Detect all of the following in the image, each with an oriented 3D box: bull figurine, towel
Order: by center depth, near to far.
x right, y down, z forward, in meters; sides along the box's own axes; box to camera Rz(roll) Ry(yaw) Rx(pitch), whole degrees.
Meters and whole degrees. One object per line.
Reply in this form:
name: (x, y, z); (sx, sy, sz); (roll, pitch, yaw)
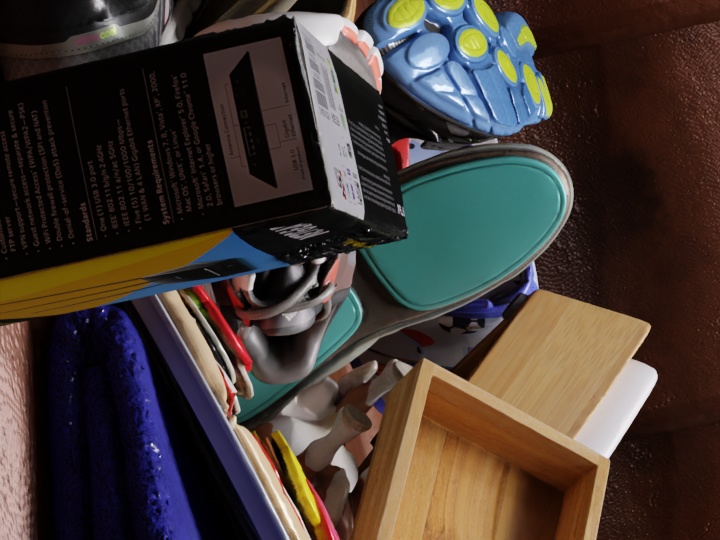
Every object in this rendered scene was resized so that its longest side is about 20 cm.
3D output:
towel: (-0.071, 0.122, 0.993); (0.201, 0.049, 0.148); (71, 3, -50)
bull figurine: (-0.024, 0.100, 1.239); (0.065, 0.122, 0.200); (31, 19, -22)

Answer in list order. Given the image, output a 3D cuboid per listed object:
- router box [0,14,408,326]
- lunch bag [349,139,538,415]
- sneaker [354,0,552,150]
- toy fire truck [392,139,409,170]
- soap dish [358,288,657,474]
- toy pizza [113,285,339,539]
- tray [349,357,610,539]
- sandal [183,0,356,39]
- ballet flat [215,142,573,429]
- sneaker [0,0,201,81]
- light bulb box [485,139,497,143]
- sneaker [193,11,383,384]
router box: (-0.070, -0.019, 0.736); (0.200, 0.148, 0.051); (11, 67, -83)
lunch bag: (0.025, -0.003, 1.455); (0.200, 0.124, 0.170); (39, -13, 25)
sneaker: (0.030, -0.080, 1.188); (0.200, 0.082, 0.071); (0, 70, -77)
toy fire truck: (-0.039, -0.099, 1.331); (0.141, 0.048, 0.201); (-39, -125, 56)
soap dish: (0.046, 0.107, 1.342); (0.081, 0.200, 0.157); (41, 50, -2)
toy pizza: (-0.047, 0.063, 1.044); (0.201, 0.032, 0.200); (60, -8, 13)
tray: (0.039, 0.142, 1.126); (0.037, 0.098, 0.201); (-47, -160, 46)
sandal: (-0.038, -0.086, 1.051); (0.054, 0.200, 0.081); (31, 28, -17)
ballet flat: (0.000, 0.000, 1.198); (0.068, 0.199, 0.064); (57, 3, -15)
sneaker: (-0.100, -0.123, 1.014); (0.201, 0.073, 0.088); (-87, 172, -49)
light bulb box: (0.077, 0.024, 2.190); (0.200, 0.124, 0.199); (67, 13, -59)
sneaker: (-0.024, -0.021, 1.009); (0.200, 0.076, 0.082); (87, -5, -62)
